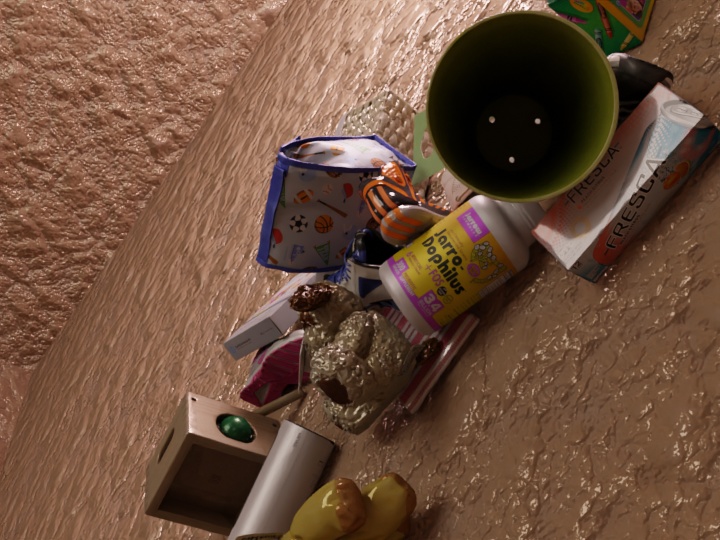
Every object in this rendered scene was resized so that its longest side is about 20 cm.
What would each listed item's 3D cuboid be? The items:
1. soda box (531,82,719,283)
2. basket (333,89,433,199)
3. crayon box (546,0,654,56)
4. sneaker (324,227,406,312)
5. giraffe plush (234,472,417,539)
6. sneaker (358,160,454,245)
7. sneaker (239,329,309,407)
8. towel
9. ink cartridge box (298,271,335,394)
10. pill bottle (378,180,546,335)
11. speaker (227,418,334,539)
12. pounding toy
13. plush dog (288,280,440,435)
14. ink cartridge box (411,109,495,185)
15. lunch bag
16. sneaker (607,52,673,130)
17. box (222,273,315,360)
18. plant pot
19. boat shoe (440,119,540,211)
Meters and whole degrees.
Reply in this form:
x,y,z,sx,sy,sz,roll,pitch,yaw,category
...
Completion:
x,y,z,sx,sy,sz,roll,pitch,yaw,category
0.270,-0.086,0.897,0.200,0.063,0.068,-52,49,17,soda box
0.033,-0.167,1.398,0.123,0.135,0.201,-26,40,45,basket
0.318,-0.387,1.105,0.058,0.118,0.201,-14,50,58,crayon box
0.001,0.000,1.156,0.198,0.115,0.081,-11,40,32,sneaker
-0.014,0.328,0.908,0.173,0.199,0.163,102,148,-45,giraffe plush
0.074,-0.081,1.117,0.078,0.200,0.112,-42,58,19,sneaker
-0.128,0.141,1.413,0.200,0.081,0.089,-41,28,41,sneaker
0.077,0.084,1.154,0.147,0.030,0.200,-56,27,8,towel
-0.043,0.075,1.287,0.116,0.067,0.201,96,-177,-51,ink cartridge box
0.127,-0.019,1.041,0.200,0.104,0.104,-37,28,7,pill bottle
-0.111,0.310,1.194,0.081,0.081,0.201,2,65,63,speaker
-0.198,0.268,1.318,0.201,0.183,0.142,-60,23,19,pounding toy
-0.013,0.082,1.081,0.160,0.172,0.200,-39,-21,-12,plush dog
0.136,-0.218,1.188,0.199,0.048,0.146,-25,45,34,ink cartridge box
-0.047,-0.093,1.208,0.124,0.199,0.171,39,127,38,lunch bag
0.277,-0.165,0.964,0.200,0.075,0.116,-34,-33,-83,sneaker
-0.119,0.057,1.451,0.156,0.041,0.200,-30,11,49,box
0.171,-0.161,0.952,0.188,0.187,0.200,-57,-7,6,plant pot
0.193,-0.131,1.134,0.200,0.071,0.070,-31,60,40,boat shoe
